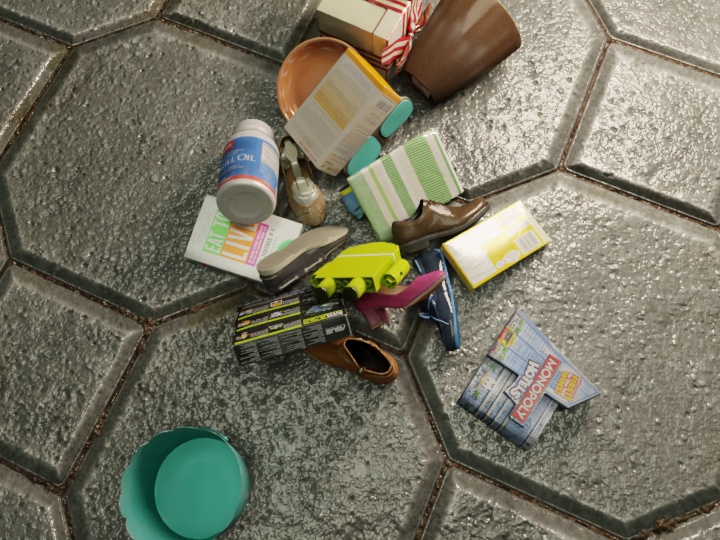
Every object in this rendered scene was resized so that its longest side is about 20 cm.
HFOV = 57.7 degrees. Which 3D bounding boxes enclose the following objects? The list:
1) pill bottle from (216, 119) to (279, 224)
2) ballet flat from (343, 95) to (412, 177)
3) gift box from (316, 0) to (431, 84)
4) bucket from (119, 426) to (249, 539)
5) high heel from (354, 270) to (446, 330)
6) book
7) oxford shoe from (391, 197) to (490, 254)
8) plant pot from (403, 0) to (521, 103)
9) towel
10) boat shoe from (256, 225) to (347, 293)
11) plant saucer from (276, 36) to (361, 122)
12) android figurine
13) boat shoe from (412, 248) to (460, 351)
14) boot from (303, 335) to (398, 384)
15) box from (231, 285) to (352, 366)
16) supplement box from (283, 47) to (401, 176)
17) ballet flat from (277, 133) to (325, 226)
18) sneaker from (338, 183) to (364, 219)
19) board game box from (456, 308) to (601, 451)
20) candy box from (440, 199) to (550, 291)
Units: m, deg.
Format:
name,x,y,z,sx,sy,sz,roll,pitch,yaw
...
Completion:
name,x,y,z,sx,sy,sz,roll,pitch,yaw
pill bottle,-0.213,-0.196,1.257,0.111,0.113,0.201,-4,50,1
ballet flat,0.024,-0.274,1.322,0.072,0.072,0.201,39,86,13
gift box,0.028,-0.505,1.322,0.186,0.200,0.185,26,81,8
bucket,-0.285,0.365,1.098,0.205,0.135,0.209,0,73,1
high heel,0.064,0.026,1.180,0.067,0.200,0.096,-20,77,-47
book,-0.226,-0.053,1.274,0.199,0.048,0.134,17,76,4
oxford shoe,0.153,-0.104,1.245,0.199,0.073,0.085,-22,100,-7
plant pot,0.187,-0.443,1.319,0.187,0.187,0.200,45,94,14
towel,0.089,-0.164,1.261,0.199,0.023,0.153,-32,114,-7
boat shoe,-0.104,-0.023,1.236,0.199,0.063,0.072,-31,32,-28
plant saucer,-0.071,-0.365,1.323,0.199,0.037,0.202,3,104,10
android figurine,0.000,0.000,1.186,0.181,0.200,0.041,-3,114,29
boat shoe,0.140,0.060,1.215,0.068,0.084,0.201,-12,57,6
boot,-0.027,0.143,1.144,0.199,0.155,0.077,29,81,10
box,-0.122,0.086,1.154,0.199,0.193,0.048,-15,111,-3
supplement box,-0.036,-0.300,1.252,0.200,0.073,0.126,-46,65,18
ballet flat,-0.124,-0.183,1.295,0.070,0.065,0.201,-23,74,-3
sneaker,0.052,-0.178,1.296,0.200,0.066,0.079,-37,101,-14
board game box,0.309,0.208,1.163,0.199,0.062,0.201,33,77,12
candy box,0.257,-0.049,1.238,0.199,0.026,0.103,-29,74,-21
